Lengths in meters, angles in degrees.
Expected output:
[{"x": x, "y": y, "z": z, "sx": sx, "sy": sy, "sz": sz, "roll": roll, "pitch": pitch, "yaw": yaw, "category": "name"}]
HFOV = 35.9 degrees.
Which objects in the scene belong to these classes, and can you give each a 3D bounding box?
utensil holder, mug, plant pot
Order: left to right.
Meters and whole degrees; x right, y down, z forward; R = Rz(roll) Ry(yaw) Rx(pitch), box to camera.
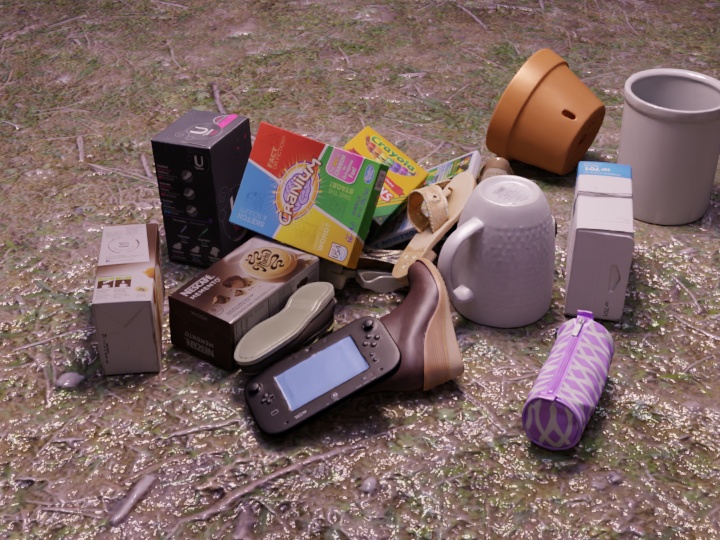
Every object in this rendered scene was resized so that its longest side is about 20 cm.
[{"x": 0.183, "y": -0.026, "z": 1.545, "sx": 0.198, "sy": 0.178, "sz": 0.147, "roll": -24, "pitch": 39, "yaw": -33, "category": "mug"}, {"x": 0.327, "y": -0.258, "z": 1.916, "sx": 0.139, "sy": 0.202, "sz": 0.199, "roll": 36, "pitch": 44, "yaw": 19, "category": "plant pot"}, {"x": 0.497, "y": -0.199, "z": 1.798, "sx": 0.167, "sy": 0.203, "sz": 0.171, "roll": 1, "pitch": 32, "yaw": -1, "category": "utensil holder"}]

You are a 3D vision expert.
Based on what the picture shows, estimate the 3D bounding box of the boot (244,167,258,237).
[{"x": -0.080, "y": -0.112, "z": 1.701, "sx": 0.198, "sy": 0.141, "sz": 0.077, "roll": -21, "pitch": 23, "yaw": -33, "category": "boot"}]

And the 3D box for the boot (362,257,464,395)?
[{"x": 0.037, "y": 0.073, "z": 1.460, "sx": 0.163, "sy": 0.073, "sz": 0.202, "roll": -9, "pitch": 51, "yaw": -6, "category": "boot"}]

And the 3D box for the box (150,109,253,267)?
[{"x": -0.228, "y": -0.122, "z": 1.664, "sx": 0.104, "sy": 0.203, "sz": 0.122, "roll": 10, "pitch": 33, "yaw": 22, "category": "box"}]

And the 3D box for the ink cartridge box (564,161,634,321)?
[{"x": 0.344, "y": -0.046, "z": 1.605, "sx": 0.084, "sy": 0.148, "sz": 0.201, "roll": 8, "pitch": 33, "yaw": 9, "category": "ink cartridge box"}]

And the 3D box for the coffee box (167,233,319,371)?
[{"x": -0.158, "y": 0.040, "z": 1.528, "sx": 0.112, "sy": 0.081, "sz": 0.200, "roll": 21, "pitch": 38, "yaw": 27, "category": "coffee box"}]

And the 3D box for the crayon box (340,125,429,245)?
[{"x": 0.019, "y": -0.139, "z": 1.683, "sx": 0.126, "sy": 0.051, "sz": 0.200, "roll": 37, "pitch": 43, "yaw": 5, "category": "crayon box"}]

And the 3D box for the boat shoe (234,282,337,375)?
[{"x": -0.092, "y": 0.088, "z": 1.472, "sx": 0.071, "sy": 0.061, "sz": 0.201, "roll": 7, "pitch": 31, "yaw": 32, "category": "boat shoe"}]

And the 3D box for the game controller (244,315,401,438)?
[{"x": -0.046, "y": 0.132, "z": 1.376, "sx": 0.198, "sy": 0.042, "sz": 0.105, "roll": -29, "pitch": 36, "yaw": -6, "category": "game controller"}]

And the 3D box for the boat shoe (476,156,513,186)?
[{"x": 0.215, "y": -0.132, "z": 1.735, "sx": 0.070, "sy": 0.066, "sz": 0.200, "roll": 7, "pitch": -4, "yaw": 3, "category": "boat shoe"}]

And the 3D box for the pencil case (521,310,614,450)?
[{"x": 0.261, "y": 0.135, "z": 1.382, "sx": 0.083, "sy": 0.087, "sz": 0.200, "roll": 11, "pitch": 35, "yaw": 19, "category": "pencil case"}]

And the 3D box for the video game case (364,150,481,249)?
[{"x": 0.094, "y": -0.106, "z": 1.739, "sx": 0.180, "sy": 0.022, "sz": 0.201, "roll": -20, "pitch": 24, "yaw": 25, "category": "video game case"}]

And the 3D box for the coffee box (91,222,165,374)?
[{"x": -0.311, "y": 0.034, "z": 1.505, "sx": 0.078, "sy": 0.116, "sz": 0.201, "roll": -4, "pitch": 33, "yaw": -6, "category": "coffee box"}]

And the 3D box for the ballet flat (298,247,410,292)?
[{"x": 0.000, "y": 0.000, "z": 1.609, "sx": 0.196, "sy": 0.069, "sz": 0.076, "roll": 5, "pitch": 35, "yaw": 0, "category": "ballet flat"}]

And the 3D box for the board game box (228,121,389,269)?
[{"x": -0.075, "y": -0.108, "z": 1.583, "sx": 0.197, "sy": 0.155, "sz": 0.040, "roll": 20, "pitch": 4, "yaw": 20, "category": "board game box"}]

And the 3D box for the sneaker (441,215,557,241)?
[{"x": 0.194, "y": -0.058, "z": 1.669, "sx": 0.197, "sy": 0.072, "sz": 0.093, "roll": 8, "pitch": 20, "yaw": 32, "category": "sneaker"}]

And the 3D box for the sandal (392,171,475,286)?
[{"x": 0.093, "y": -0.082, "z": 1.583, "sx": 0.077, "sy": 0.070, "sz": 0.213, "roll": -6, "pitch": 47, "yaw": 52, "category": "sandal"}]
